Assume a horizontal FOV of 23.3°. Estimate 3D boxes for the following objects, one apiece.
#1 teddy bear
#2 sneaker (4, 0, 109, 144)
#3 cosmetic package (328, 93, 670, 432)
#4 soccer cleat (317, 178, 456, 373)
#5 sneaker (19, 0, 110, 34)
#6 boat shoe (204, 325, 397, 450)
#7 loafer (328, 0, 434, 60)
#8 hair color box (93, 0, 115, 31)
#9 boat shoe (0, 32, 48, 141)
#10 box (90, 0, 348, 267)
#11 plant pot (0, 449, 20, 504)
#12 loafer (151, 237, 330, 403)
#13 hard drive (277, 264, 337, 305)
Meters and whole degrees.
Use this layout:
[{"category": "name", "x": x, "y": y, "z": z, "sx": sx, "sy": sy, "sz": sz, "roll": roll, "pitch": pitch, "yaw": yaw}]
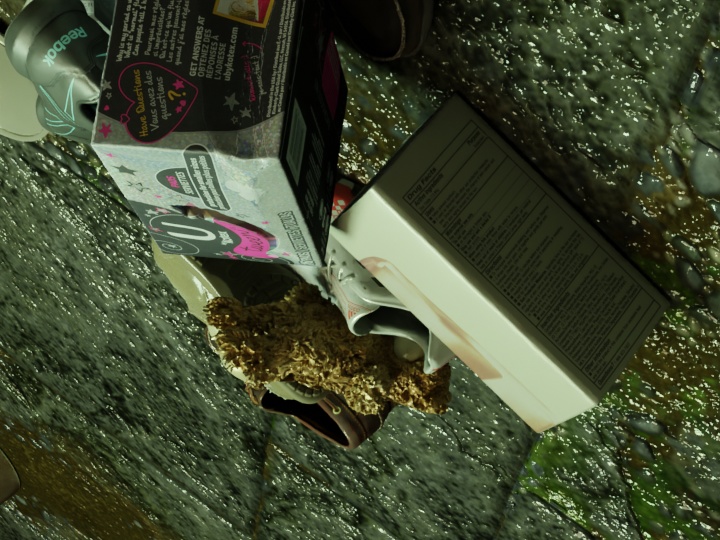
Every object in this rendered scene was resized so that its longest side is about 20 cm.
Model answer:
[{"category": "teddy bear", "x": -0.021, "y": 0.054, "z": 1.299, "sx": 0.199, "sy": 0.067, "sz": 0.145, "roll": 14, "pitch": -165, "yaw": -5}, {"category": "sneaker", "x": -0.175, "y": -0.113, "z": 1.158, "sx": 0.079, "sy": 0.075, "sz": 0.200, "roll": 42, "pitch": 177, "yaw": 14}, {"category": "cosmetic package", "x": 0.089, "y": -0.002, "z": 1.142, "sx": 0.200, "sy": 0.103, "sz": 0.087, "roll": 45, "pitch": 151, "yaw": -4}, {"category": "soccer cleat", "x": 0.000, "y": 0.000, "z": 1.272, "sx": 0.200, "sy": 0.085, "sz": 0.069, "roll": 33, "pitch": 151, "yaw": 15}, {"category": "sneaker", "x": -0.213, "y": -0.202, "z": 1.285, "sx": 0.200, "sy": 0.073, "sz": 0.071, "roll": 179, "pitch": 90, "yaw": -67}, {"category": "boat shoe", "x": -0.063, "y": 0.090, "z": 1.496, "sx": 0.200, "sy": 0.070, "sz": 0.071, "roll": 23, "pitch": 148, "yaw": 34}, {"category": "loafer", "x": -0.019, "y": -0.197, "z": 1.032, "sx": 0.073, "sy": 0.071, "sz": 0.200, "roll": 15, "pitch": 145, "yaw": 40}, {"category": "hair color box", "x": -0.110, "y": -0.225, "z": 1.072, "sx": 0.061, "sy": 0.099, "sz": 0.200, "roll": 44, "pitch": 154, "yaw": 19}, {"category": "boat shoe", "x": -0.333, "y": -0.191, "z": 1.473, "sx": 0.200, "sy": 0.073, "sz": 0.063, "roll": 41, "pitch": -165, "yaw": -11}, {"category": "box", "x": -0.081, "y": -0.093, "z": 1.059, "sx": 0.114, "sy": 0.133, "sz": 0.200, "roll": 5, "pitch": 164, "yaw": 8}, {"category": "plant pot", "x": -0.584, "y": 0.298, "z": 2.298, "sx": 0.187, "sy": 0.200, "sz": 0.187, "roll": 30, "pitch": 150, "yaw": 19}, {"category": "loafer", "x": -0.092, "y": 0.023, "z": 1.385, "sx": 0.200, "sy": 0.076, "sz": 0.067, "roll": 53, "pitch": 153, "yaw": -2}, {"category": "hard drive", "x": -0.079, "y": 0.003, "z": 1.439, "sx": 0.200, "sy": 0.027, "sz": 0.132, "roll": 26, "pitch": 148, "yaw": 28}]
